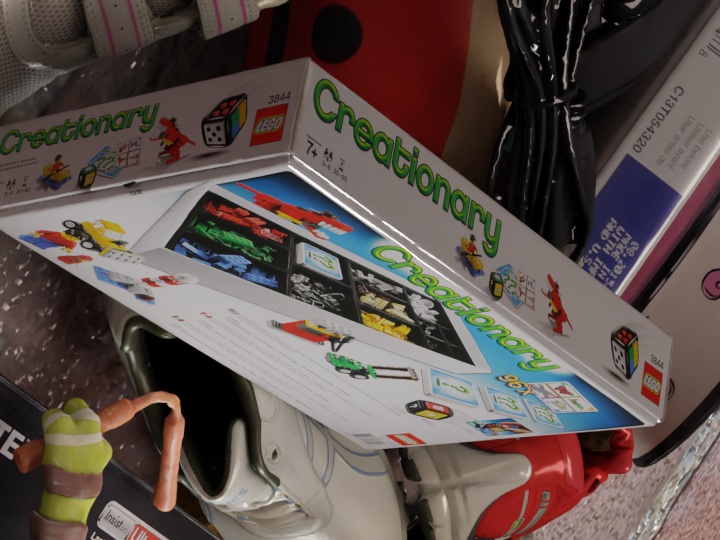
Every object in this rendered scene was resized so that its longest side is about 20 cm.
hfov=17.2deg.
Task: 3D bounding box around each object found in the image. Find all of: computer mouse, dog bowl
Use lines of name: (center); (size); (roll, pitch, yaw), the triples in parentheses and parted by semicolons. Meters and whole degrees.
computer mouse: (0.090, -0.099, 0.796); (0.200, 0.052, 0.139); (-63, 156, -49)
dog bowl: (0.151, -0.016, 1.046); (0.201, 0.074, 0.200); (-54, -179, 2)

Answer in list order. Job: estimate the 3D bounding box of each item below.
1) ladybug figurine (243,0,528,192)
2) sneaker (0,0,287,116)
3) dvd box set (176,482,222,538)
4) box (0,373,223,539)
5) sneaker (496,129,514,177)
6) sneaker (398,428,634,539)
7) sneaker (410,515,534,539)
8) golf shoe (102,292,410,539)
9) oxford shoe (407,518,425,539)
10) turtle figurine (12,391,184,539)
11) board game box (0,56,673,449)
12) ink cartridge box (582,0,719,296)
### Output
ladybug figurine: (0.005, -0.088, 0.822); (0.071, 0.136, 0.202); (10, 82, -23)
sneaker: (-0.066, -0.109, 0.736); (0.200, 0.088, 0.082); (-45, 144, -22)
dvd box set: (-0.081, 0.159, 0.970); (0.200, 0.029, 0.147); (-35, 139, -35)
box: (-0.161, 0.128, 0.795); (0.199, 0.050, 0.200); (-53, 136, -8)
sneaker: (0.000, 0.000, 0.908); (0.077, 0.086, 0.201); (13, 106, -56)
sneaker: (0.071, 0.077, 0.969); (0.200, 0.084, 0.078); (-15, 90, -81)
sneaker: (0.017, 0.199, 1.108); (0.100, 0.069, 0.201); (120, -6, -68)
golf shoe: (-0.044, 0.067, 0.853); (0.097, 0.078, 0.201); (-78, 146, -56)
oxford shoe: (-0.013, 0.173, 0.989); (0.200, 0.071, 0.073); (-47, 143, -41)
turtle figurine: (-0.123, 0.134, 0.749); (0.160, 0.064, 0.201); (6, 108, -41)
board game box: (-0.006, 0.003, 0.747); (0.200, 0.126, 0.035); (35, 57, -44)
ink cartridge box: (0.107, -0.046, 0.955); (0.197, 0.043, 0.200); (-55, -178, -3)
